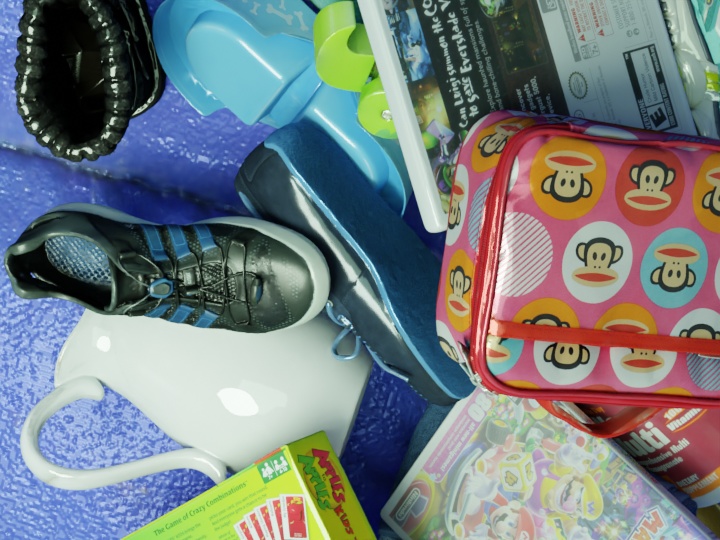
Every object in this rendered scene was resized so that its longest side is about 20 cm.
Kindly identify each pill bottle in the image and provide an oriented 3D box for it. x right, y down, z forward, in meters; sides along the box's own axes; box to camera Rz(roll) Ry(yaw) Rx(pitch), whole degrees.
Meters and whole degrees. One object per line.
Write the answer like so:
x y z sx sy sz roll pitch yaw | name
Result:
0.173 0.047 1.011 0.200 0.110 0.110 42 103 -10 | pill bottle

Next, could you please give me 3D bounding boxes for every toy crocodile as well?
0.061 -0.106 0.955 0.198 0.068 0.062 21 140 -12 | toy crocodile

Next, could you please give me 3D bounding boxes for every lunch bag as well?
0.141 0.007 0.898 0.198 0.082 0.178 4 100 -21 | lunch bag

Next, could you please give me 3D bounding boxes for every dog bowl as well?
-0.040 -0.110 1.008 0.200 0.111 0.050 42 58 -5 | dog bowl

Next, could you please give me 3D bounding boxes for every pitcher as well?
-0.105 0.083 1.030 0.198 0.121 0.173 19 63 3 | pitcher

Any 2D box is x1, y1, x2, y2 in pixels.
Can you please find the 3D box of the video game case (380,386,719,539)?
0.117 0.163 0.976 0.200 0.018 0.144 43 110 26 | video game case

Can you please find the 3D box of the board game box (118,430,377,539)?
-0.084 0.188 0.980 0.199 0.047 0.102 -31 80 28 | board game box

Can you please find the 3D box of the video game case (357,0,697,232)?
0.091 -0.143 0.927 0.180 0.023 0.202 -18 93 -20 | video game case

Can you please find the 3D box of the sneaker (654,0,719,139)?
0.230 -0.107 0.986 0.079 0.078 0.202 -16 102 -3 | sneaker

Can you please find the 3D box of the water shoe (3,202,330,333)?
-0.117 0.009 0.957 0.198 0.079 0.072 7 113 19 | water shoe

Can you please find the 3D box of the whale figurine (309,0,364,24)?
0.002 -0.245 0.972 0.158 0.104 0.202 -17 100 9 | whale figurine

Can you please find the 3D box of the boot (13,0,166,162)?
-0.184 -0.176 0.976 0.079 0.158 0.213 -24 100 10 | boot

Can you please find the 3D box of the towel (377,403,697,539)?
0.110 0.158 1.026 0.199 0.048 0.113 20 88 34 | towel

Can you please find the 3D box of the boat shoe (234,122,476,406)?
0.000 0.000 0.994 0.068 0.084 0.201 -31 94 39 | boat shoe

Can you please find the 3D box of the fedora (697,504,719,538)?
0.163 0.225 1.072 0.198 0.082 0.203 1 102 6 | fedora
